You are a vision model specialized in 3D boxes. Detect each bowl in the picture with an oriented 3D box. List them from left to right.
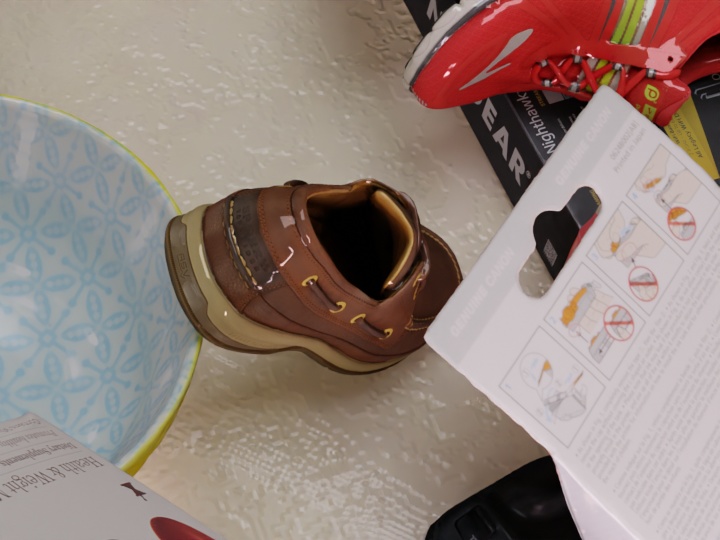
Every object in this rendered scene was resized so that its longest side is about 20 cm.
[{"bbox_3d":[-0.165,0.037,0.751,0.198,0.108,0.201,5,57,-8],"label":"bowl"}]

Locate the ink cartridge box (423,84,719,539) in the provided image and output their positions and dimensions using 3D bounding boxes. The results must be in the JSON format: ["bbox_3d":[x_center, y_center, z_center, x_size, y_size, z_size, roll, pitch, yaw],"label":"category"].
[{"bbox_3d":[0.127,0.046,0.768,0.200,0.047,0.160,42,59,-8],"label":"ink cartridge box"}]

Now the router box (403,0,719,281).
[{"bbox_3d":[0.129,-0.106,0.932,0.156,0.052,0.201,-16,63,-19],"label":"router box"}]

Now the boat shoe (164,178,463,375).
[{"bbox_3d":[0.000,0.000,0.774,0.200,0.067,0.073,7,61,-61],"label":"boat shoe"}]

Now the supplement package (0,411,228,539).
[{"bbox_3d":[-0.096,0.166,0.549,0.199,0.148,0.191,30,14,14],"label":"supplement package"}]

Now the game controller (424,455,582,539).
[{"bbox_3d":[0.115,0.168,0.773,0.104,0.042,0.200,-21,64,-37],"label":"game controller"}]

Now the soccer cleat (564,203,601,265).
[{"bbox_3d":[0.178,0.008,0.873,0.199,0.077,0.067,0,34,-31],"label":"soccer cleat"}]

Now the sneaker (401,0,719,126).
[{"bbox_3d":[0.118,-0.104,0.856,0.199,0.077,0.085,-16,68,-18],"label":"sneaker"}]
